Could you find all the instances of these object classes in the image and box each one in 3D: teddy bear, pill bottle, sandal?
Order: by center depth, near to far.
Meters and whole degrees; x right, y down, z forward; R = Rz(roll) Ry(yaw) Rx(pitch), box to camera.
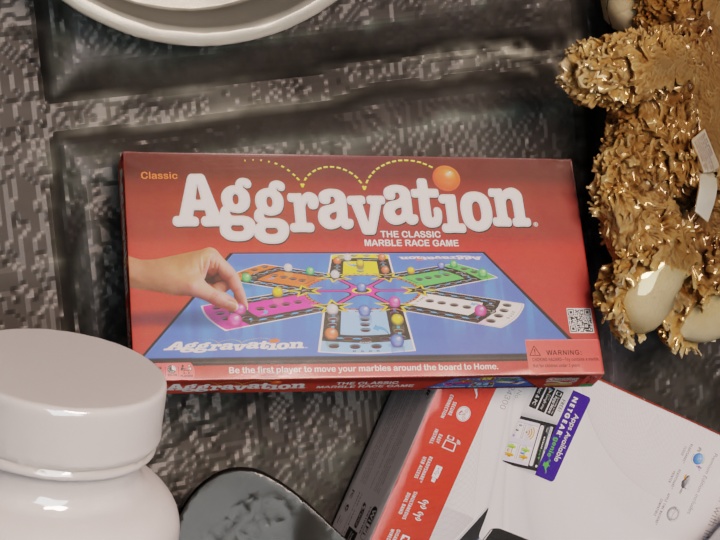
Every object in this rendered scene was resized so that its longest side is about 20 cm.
[{"bbox_3d":[-0.131,0.130,0.747,0.111,0.111,0.200,5,107,-20],"label":"pill bottle"},{"bbox_3d":[0.007,0.157,0.799,0.200,0.045,0.075,37,87,-11],"label":"sandal"},{"bbox_3d":[0.134,-0.060,0.844,0.145,0.067,0.200,-13,98,-44],"label":"teddy bear"}]

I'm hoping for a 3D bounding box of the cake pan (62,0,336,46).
[{"bbox_3d":[-0.070,-0.193,0.783,0.200,0.037,0.201,-3,98,-19],"label":"cake pan"}]

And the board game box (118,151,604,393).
[{"bbox_3d":[0.000,0.000,0.809,0.200,0.019,0.103,0,66,-14],"label":"board game box"}]

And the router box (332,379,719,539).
[{"bbox_3d":[0.074,0.141,0.873,0.179,0.049,0.200,24,89,-21],"label":"router box"}]

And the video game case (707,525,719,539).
[{"bbox_3d":[0.204,0.184,0.903,0.200,0.022,0.182,-45,125,-16],"label":"video game case"}]
